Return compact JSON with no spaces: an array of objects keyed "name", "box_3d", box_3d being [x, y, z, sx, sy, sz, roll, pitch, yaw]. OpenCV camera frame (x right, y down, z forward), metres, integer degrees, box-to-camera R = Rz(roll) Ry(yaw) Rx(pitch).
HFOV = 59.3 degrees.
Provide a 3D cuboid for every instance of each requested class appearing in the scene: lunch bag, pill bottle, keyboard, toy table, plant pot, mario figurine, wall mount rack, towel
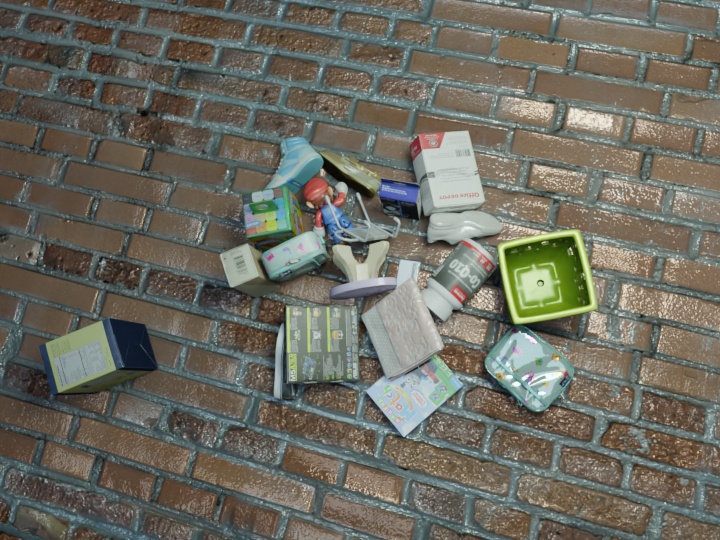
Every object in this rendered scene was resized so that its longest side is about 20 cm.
[{"name":"lunch bag","box_3d":[0.413,0.244,1.557,0.200,0.077,0.160,41,88,12]},{"name":"pill bottle","box_3d":[0.242,0.026,1.600,0.114,0.114,0.200,41,88,12]},{"name":"keyboard","box_3d":[0.115,0.072,1.666,0.056,0.011,0.200,8,81,15]},{"name":"lunch bag","box_3d":[-0.160,-0.034,1.617,0.160,0.200,0.077,-23,86,1]},{"name":"toy table","box_3d":[0.000,0.000,1.616,0.200,0.184,0.117,-11,78,30]},{"name":"plant pot","box_3d":[0.441,0.028,1.537,0.200,0.181,0.199,-11,79,7]},{"name":"mario figurine","box_3d":[-0.079,-0.161,1.712,0.123,0.106,0.200,-30,87,-34]},{"name":"wall mount rack","box_3d":[0.001,-0.134,1.635,0.174,0.200,0.075,33,119,36]},{"name":"towel","box_3d":[0.101,0.149,1.579,0.191,0.032,0.200,-38,61,32]}]

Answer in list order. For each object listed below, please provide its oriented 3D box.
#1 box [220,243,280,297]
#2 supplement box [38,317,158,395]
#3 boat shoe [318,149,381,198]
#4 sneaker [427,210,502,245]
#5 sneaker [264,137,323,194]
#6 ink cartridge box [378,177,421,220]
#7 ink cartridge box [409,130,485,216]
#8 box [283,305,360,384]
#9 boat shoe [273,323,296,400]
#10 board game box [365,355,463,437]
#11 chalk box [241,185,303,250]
[{"name":"box","box_3d":[-0.282,0.004,1.636,0.078,0.200,0.095,-22,79,4]},{"name":"supplement box","box_3d":[-0.680,0.229,1.656,0.200,0.200,0.134,-22,78,3]},{"name":"boat shoe","box_3d":[-0.026,-0.273,1.717,0.200,0.074,0.066,36,71,14]},{"name":"sneaker","box_3d":[0.268,-0.102,1.646,0.200,0.089,0.075,1,38,-12]},{"name":"sneaker","box_3d":[-0.205,-0.284,1.743,0.200,0.080,0.131,-37,63,10]},{"name":"ink cartridge box","box_3d":[0.102,-0.179,1.611,0.099,0.200,0.039,11,79,11]},{"name":"ink cartridge box","box_3d":[0.223,-0.251,1.642,0.147,0.083,0.200,-7,79,-18]},{"name":"box","box_3d":[-0.099,0.189,1.623,0.193,0.048,0.200,0,80,-13]},{"name":"boat shoe","box_3d":[-0.185,0.238,1.649,0.068,0.074,0.200,3,83,3]},{"name":"board game box","box_3d":[0.138,0.300,1.609,0.200,0.037,0.151,-42,77,1]},{"name":"chalk box","box_3d":[-0.232,-0.139,1.652,0.125,0.200,0.124,-9,79,7]}]
